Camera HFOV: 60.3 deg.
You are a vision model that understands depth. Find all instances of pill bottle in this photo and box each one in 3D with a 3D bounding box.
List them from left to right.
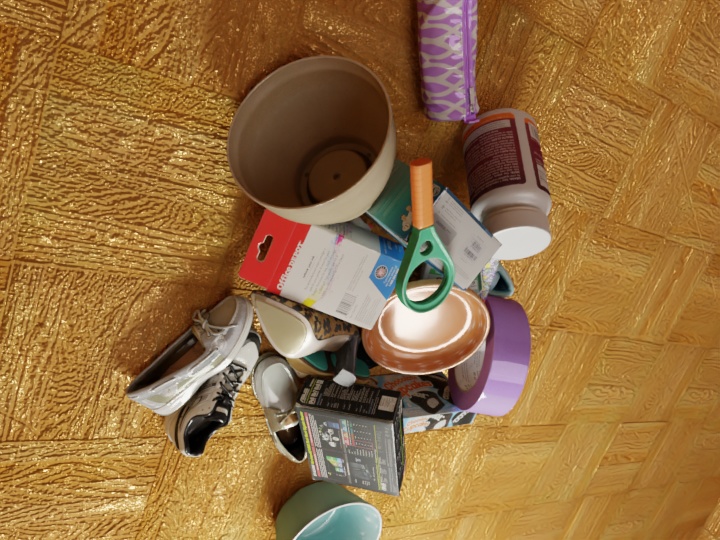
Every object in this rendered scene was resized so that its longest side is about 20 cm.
[{"bbox_3d":[0.214,-0.125,0.905,0.114,0.200,0.114,-1,153,0],"label":"pill bottle"}]

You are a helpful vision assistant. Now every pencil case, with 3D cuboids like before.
[{"bbox_3d":[0.121,-0.297,0.836,0.084,0.085,0.200,-23,125,-20],"label":"pencil case"}]

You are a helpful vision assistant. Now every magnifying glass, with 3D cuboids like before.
[{"bbox_3d":[0.075,-0.035,0.729,0.080,0.022,0.200,-21,124,-22],"label":"magnifying glass"}]

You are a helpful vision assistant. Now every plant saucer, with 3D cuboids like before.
[{"bbox_3d":[0.100,0.085,0.966,0.200,0.037,0.200,-3,130,-3],"label":"plant saucer"}]

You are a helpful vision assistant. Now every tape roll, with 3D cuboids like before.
[{"bbox_3d":[0.215,0.143,1.058,0.066,0.200,0.200,11,110,-11],"label":"tape roll"}]

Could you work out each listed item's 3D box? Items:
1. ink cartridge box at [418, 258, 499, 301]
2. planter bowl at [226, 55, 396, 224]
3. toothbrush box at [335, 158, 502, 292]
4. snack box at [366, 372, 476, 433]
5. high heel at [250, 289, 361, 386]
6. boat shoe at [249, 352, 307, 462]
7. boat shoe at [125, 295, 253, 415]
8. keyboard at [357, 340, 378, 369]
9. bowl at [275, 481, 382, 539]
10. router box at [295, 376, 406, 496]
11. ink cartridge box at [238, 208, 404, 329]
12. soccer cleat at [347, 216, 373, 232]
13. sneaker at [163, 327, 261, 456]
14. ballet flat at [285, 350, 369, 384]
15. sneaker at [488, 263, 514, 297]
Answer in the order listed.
[{"bbox_3d":[0.150,0.018,0.995,0.109,0.050,0.200,10,127,-2],"label":"ink cartridge box"},{"bbox_3d":[-0.043,-0.139,0.761,0.200,0.200,0.135,-47,155,-3],"label":"planter bowl"},{"bbox_3d":[0.072,-0.077,0.848,0.085,0.200,0.146,-52,130,2],"label":"toothbrush box"},{"bbox_3d":[0.095,0.228,1.085,0.200,0.116,0.037,2,117,-35],"label":"snack box"},{"bbox_3d":[-0.079,0.069,0.914,0.071,0.143,0.200,-39,112,21],"label":"high heel"},{"bbox_3d":[-0.116,0.216,0.970,0.075,0.068,0.200,-26,126,-20],"label":"boat shoe"},{"bbox_3d":[-0.227,0.109,0.838,0.202,0.074,0.065,-44,135,4],"label":"boat shoe"},{"bbox_3d":[0.090,0.118,1.030,0.200,0.021,0.127,-23,129,15],"label":"keyboard"},{"bbox_3d":[-0.072,0.460,1.110,0.201,0.105,0.201,-15,122,-26],"label":"bowl"},{"bbox_3d":[-0.010,0.260,0.963,0.062,0.150,0.200,-68,159,-47],"label":"router box"},{"bbox_3d":[-0.052,-0.012,0.849,0.200,0.067,0.116,23,113,-12],"label":"ink cartridge box"},{"bbox_3d":[0.000,0.000,0.932,0.078,0.069,0.200,-30,131,-13],"label":"soccer cleat"},{"bbox_3d":[-0.197,0.176,0.884,0.076,0.088,0.200,32,94,-39],"label":"sneaker"},{"bbox_3d":[-0.066,0.151,0.974,0.063,0.069,0.200,-41,132,21],"label":"ballet flat"},{"bbox_3d":[0.195,-0.008,1.044,0.200,0.082,0.074,23,100,-39],"label":"sneaker"}]
